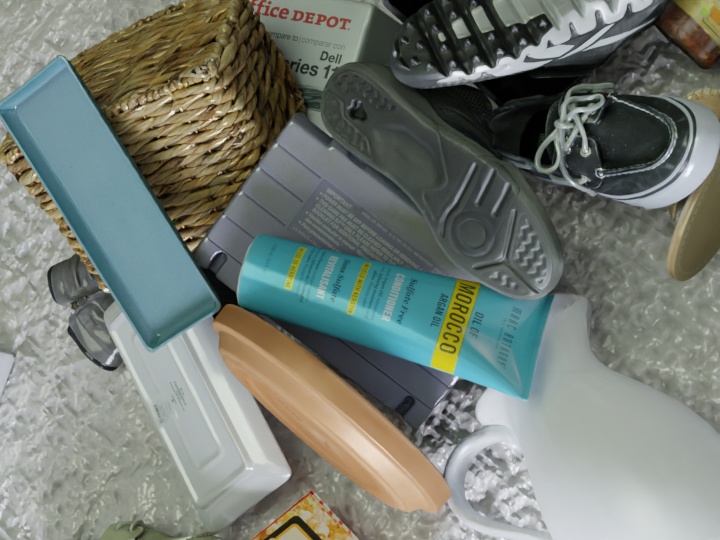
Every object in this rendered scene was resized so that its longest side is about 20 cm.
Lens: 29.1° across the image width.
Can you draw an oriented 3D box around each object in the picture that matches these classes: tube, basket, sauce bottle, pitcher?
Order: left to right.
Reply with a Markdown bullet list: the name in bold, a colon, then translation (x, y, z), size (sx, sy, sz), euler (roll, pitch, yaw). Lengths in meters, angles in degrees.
- **basket**: translation (-0.138, -0.098, 1.029), size (0.199, 0.149, 0.143), euler (-20, 34, 24)
- **tube**: translation (0.021, 0.025, 0.896), size (0.198, 0.050, 0.078), euler (14, 66, 10)
- **pitcher**: translation (0.145, 0.140, 0.886), size (0.172, 0.121, 0.200), euler (-56, 48, 20)
- **sauce bottle**: translation (0.277, -0.226, 0.915), size (0.200, 0.066, 0.066), euler (-49, 60, 14)

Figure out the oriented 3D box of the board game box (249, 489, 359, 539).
- **board game box**: translation (-0.059, 0.267, 0.947), size (0.199, 0.046, 0.151), euler (-35, 56, -22)

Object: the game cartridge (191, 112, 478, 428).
- **game cartridge**: translation (0.000, 0.000, 0.947), size (0.200, 0.038, 0.130), euler (38, 104, -4)

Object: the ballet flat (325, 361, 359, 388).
- **ballet flat**: translation (0.059, 0.017, 0.997), size (0.200, 0.072, 0.072), euler (-41, 62, 18)

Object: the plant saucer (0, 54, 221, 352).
- **plant saucer**: translation (-0.169, -0.045, 0.945), size (0.070, 0.019, 0.201), euler (-31, 92, 25)

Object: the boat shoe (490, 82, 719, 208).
- **boat shoe**: translation (0.149, -0.088, 0.906), size (0.199, 0.068, 0.074), euler (24, 99, 61)

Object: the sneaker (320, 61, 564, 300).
- **sneaker**: translation (0.073, -0.066, 0.913), size (0.199, 0.114, 0.077), euler (44, 121, 21)

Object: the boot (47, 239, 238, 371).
- **boot**: translation (-0.169, 0.042, 1.123), size (0.132, 0.070, 0.201), euler (-46, 62, 26)

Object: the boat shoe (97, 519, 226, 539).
- **boat shoe**: translation (-0.184, 0.226, 1.077), size (0.199, 0.072, 0.063), euler (-19, 72, 28)

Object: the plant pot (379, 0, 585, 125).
- **plant pot**: translation (0.103, -0.261, 0.961), size (0.200, 0.199, 0.178), euler (-40, 51, 16)

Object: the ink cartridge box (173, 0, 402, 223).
- **ink cartridge box**: translation (-0.056, -0.111, 1.073), size (0.146, 0.083, 0.202), euler (15, 86, 31)

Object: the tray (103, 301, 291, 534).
- **tray**: translation (-0.133, 0.092, 1.047), size (0.107, 0.022, 0.201), euler (-41, 71, 37)

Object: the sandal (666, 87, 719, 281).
- **sandal**: translation (0.229, -0.097, 0.912), size (0.069, 0.078, 0.213), euler (25, 83, 34)

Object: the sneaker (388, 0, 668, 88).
- **sneaker**: translation (0.116, -0.152, 0.893), size (0.199, 0.091, 0.067), euler (-23, 64, -1)

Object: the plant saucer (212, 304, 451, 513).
- **plant saucer**: translation (-0.025, 0.099, 0.938), size (0.200, 0.201, 0.032), euler (33, 75, 32)

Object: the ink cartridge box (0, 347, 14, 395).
- **ink cartridge box**: translation (-0.416, 0.092, 1.245), size (0.199, 0.067, 0.117), euler (20, 90, 32)
